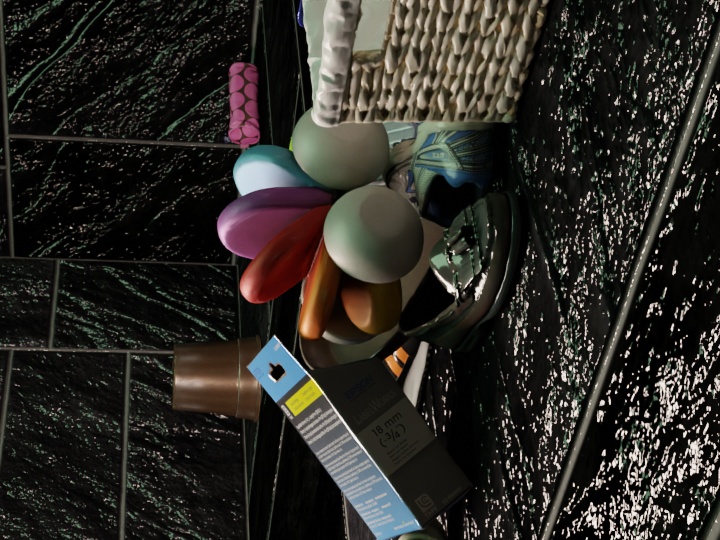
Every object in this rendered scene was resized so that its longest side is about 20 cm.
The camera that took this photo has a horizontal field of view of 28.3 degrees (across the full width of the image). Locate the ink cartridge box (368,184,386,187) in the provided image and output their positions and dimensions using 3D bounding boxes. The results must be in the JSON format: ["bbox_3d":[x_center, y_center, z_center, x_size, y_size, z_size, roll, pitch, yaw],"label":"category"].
[{"bbox_3d":[0.000,0.000,1.495,0.039,0.098,0.201,-101,14,-49],"label":"ink cartridge box"}]

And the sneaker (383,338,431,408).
[{"bbox_3d":[0.018,0.072,1.387,0.070,0.089,0.202,-104,18,-58],"label":"sneaker"}]

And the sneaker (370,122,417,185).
[{"bbox_3d":[0.018,-0.113,1.490,0.199,0.070,0.074,-4,62,59],"label":"sneaker"}]

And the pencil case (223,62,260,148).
[{"bbox_3d":[-0.284,-0.401,3.463,0.094,0.090,0.202,80,-171,-62],"label":"pencil case"}]

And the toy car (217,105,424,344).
[{"bbox_3d":[-0.044,-0.033,1.200,0.175,0.149,0.201,111,144,-58],"label":"toy car"}]

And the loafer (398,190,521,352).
[{"bbox_3d":[0.076,0.008,1.117,0.201,0.062,0.072,106,164,-58],"label":"loafer"}]

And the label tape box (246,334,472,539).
[{"bbox_3d":[-0.004,0.132,1.235,0.201,0.063,0.144,53,160,3],"label":"label tape box"}]

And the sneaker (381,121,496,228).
[{"bbox_3d":[0.064,-0.071,1.187,0.200,0.076,0.086,118,149,-71],"label":"sneaker"}]

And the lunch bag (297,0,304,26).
[{"bbox_3d":[0.013,-0.282,1.366,0.201,0.123,0.171,-102,23,-51],"label":"lunch bag"}]

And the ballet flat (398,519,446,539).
[{"bbox_3d":[0.047,0.314,1.282,0.062,0.067,0.202,-66,-10,-71],"label":"ballet flat"}]

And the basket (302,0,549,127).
[{"bbox_3d":[0.044,-0.239,1.061,0.199,0.159,0.201,102,166,-49],"label":"basket"}]

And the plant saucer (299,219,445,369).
[{"bbox_3d":[0.019,0.013,1.320,0.200,0.032,0.201,-40,32,31],"label":"plant saucer"}]

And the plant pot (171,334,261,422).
[{"bbox_3d":[-0.331,0.245,3.263,0.200,0.196,0.202,-179,90,-82],"label":"plant pot"}]
